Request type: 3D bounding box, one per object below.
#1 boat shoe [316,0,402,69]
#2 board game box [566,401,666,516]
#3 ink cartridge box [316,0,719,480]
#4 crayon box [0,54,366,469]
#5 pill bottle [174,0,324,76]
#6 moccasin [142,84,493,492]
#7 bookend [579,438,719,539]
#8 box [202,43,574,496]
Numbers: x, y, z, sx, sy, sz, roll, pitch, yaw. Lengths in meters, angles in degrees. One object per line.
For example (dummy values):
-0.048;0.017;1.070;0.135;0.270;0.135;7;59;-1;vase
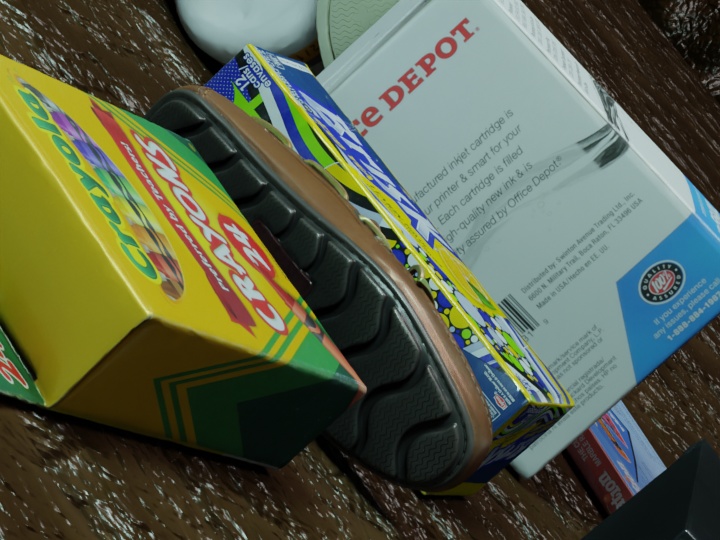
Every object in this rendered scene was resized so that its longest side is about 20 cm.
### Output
0.019;-0.106;1.437;0.068;0.071;0.201;-68;157;-68;boat shoe
0.136;0.103;1.530;0.103;0.019;0.200;37;17;-48;board game box
0.062;-0.029;1.380;0.200;0.146;0.084;47;13;-10;ink cartridge box
-0.087;-0.004;1.013;0.127;0.051;0.200;54;14;22;crayon box
0.004;-0.123;1.536;0.200;0.116;0.117;34;19;-49;pill bottle
-0.014;0.008;1.196;0.201;0.074;0.078;44;19;27;moccasin
0.163;0.186;1.198;0.199;0.092;0.200;50;11;0;bookend
0.000;0.000;1.270;0.200;0.064;0.070;52;13;16;box
